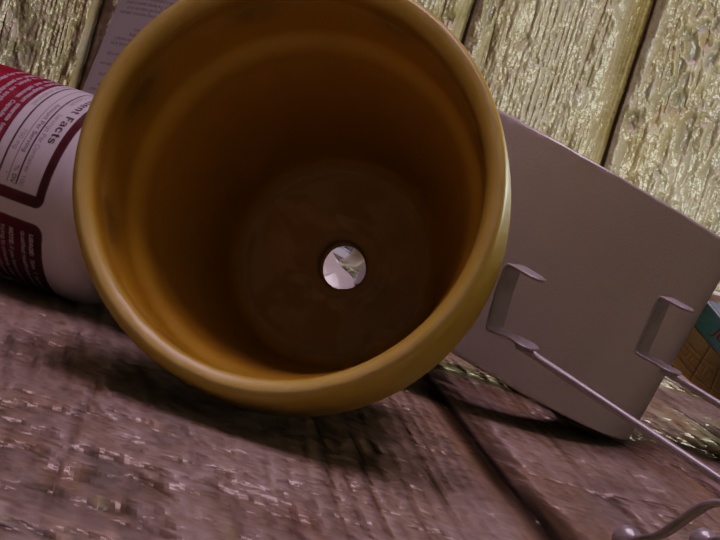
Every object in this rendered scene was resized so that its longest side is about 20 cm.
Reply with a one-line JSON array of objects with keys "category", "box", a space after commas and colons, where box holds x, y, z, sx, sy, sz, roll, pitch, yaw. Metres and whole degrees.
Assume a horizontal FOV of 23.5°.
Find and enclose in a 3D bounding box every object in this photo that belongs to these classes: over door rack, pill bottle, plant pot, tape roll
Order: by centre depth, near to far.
[{"category": "over door rack", "box": [0.156, 0.087, 0.799, 0.147, 0.067, 0.200, 11, 29, -49]}, {"category": "plant pot", "box": [-0.021, -0.021, 0.855, 0.200, 0.202, 0.189, 18, -10, 12]}, {"category": "pill bottle", "box": [-0.178, -0.048, 0.968, 0.199, 0.114, 0.113, 20, 6, 19]}, {"category": "tape roll", "box": [0.115, -0.003, 1.087, 0.202, 0.140, 0.203, 30, 4, -2]}]

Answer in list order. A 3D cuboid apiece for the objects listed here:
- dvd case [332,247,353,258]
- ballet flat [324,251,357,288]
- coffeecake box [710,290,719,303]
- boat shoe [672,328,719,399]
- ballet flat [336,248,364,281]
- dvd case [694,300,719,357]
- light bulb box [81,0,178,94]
[{"category": "dvd case", "box": [-0.057, -0.048, 1.349, 0.200, 0.025, 0.150, 28, 18, -35]}, {"category": "ballet flat", "box": [-0.055, 0.001, 1.112, 0.199, 0.063, 0.069, 21, 7, 34]}, {"category": "coffeecake box", "box": [0.433, 0.082, 1.742, 0.199, 0.073, 0.153, 14, 6, -31]}, {"category": "boat shoe", "box": [0.345, 0.089, 1.456, 0.199, 0.071, 0.069, 27, 6, 11]}, {"category": "ballet flat", "box": [0.000, 0.000, 1.244, 0.069, 0.072, 0.200, 20, 6, 35]}, {"category": "dvd case", "box": [0.294, 0.084, 1.180, 0.146, 0.022, 0.200, 51, 13, 19]}, {"category": "light bulb box", "box": [-0.116, -0.143, 1.461, 0.198, 0.201, 0.125, 25, -5, -41]}]
